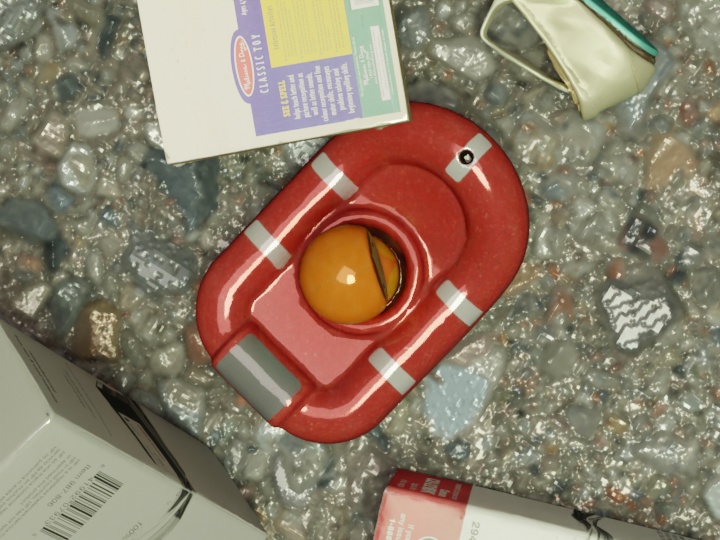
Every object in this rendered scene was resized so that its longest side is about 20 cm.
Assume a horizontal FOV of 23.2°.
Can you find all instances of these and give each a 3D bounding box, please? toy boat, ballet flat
[{"bbox_3d":[0.000,0.000,0.941,0.130,0.131,0.200,44,95,3],"label":"toy boat"},{"bbox_3d":[0.077,-0.163,0.968,0.069,0.069,0.200,-43,87,5],"label":"ballet flat"}]

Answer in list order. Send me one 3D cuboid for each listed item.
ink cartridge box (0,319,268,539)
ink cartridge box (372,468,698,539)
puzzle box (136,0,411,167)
[{"bbox_3d":[-0.166,0.133,0.923,0.145,0.200,0.084,-43,51,5],"label":"ink cartridge box"},{"bbox_3d":[0.097,0.204,0.958,0.199,0.084,0.145,12,91,5],"label":"ink cartridge box"},{"bbox_3d":[-0.054,-0.163,0.918,0.133,0.025,0.201,-9,93,6],"label":"puzzle box"}]
